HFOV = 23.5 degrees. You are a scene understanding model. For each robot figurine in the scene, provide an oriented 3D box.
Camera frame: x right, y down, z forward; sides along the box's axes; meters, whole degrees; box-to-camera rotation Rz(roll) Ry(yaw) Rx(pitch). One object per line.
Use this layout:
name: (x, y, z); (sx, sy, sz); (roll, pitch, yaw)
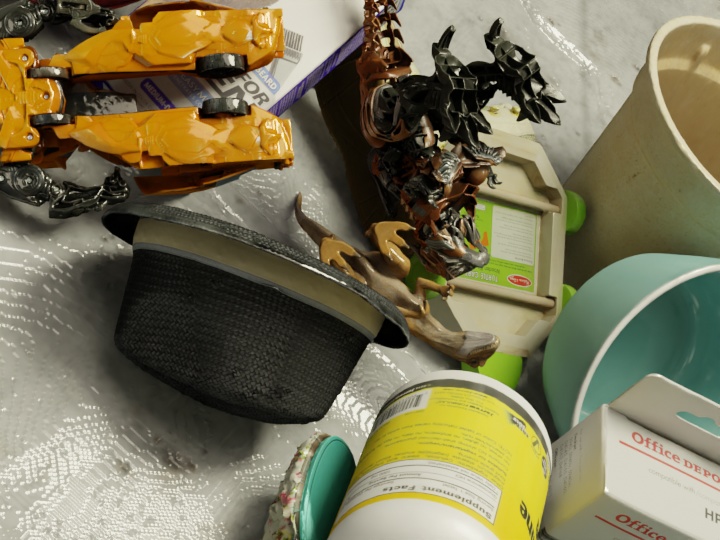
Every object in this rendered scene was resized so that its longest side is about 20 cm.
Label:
robot figurine: (-0.144, -0.105, 1.076); (0.198, 0.058, 0.146); (-4, 83, -4)

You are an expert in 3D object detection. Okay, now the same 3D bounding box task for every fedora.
fedora: (-0.074, 0.035, 1.036); (0.200, 0.200, 0.092); (25, 78, -20)

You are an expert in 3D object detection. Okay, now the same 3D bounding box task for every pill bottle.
pill bottle: (0.041, 0.151, 0.964); (0.112, 0.113, 0.200); (38, 31, -7)

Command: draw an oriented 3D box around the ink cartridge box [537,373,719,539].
ink cartridge box: (0.159, 0.156, 1.063); (0.115, 0.200, 0.067); (26, 46, -18)

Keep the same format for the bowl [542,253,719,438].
bowl: (0.205, 0.069, 1.195); (0.200, 0.202, 0.105); (11, 17, -31)

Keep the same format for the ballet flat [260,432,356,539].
ballet flat: (-0.034, 0.187, 0.992); (0.076, 0.064, 0.201); (41, 35, -44)

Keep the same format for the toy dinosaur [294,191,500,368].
toy dinosaur: (0.000, 0.000, 1.122); (0.060, 0.106, 0.200); (-43, 65, -13)

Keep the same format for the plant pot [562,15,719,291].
plant pot: (0.238, -0.055, 1.293); (0.199, 0.184, 0.201); (21, 47, -24)

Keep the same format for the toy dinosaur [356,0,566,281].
toy dinosaur: (0.040, -0.096, 1.103); (0.200, 0.135, 0.102); (54, 50, -13)

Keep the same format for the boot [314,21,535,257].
boot: (0.051, -0.117, 1.263); (0.154, 0.072, 0.201); (-13, 87, -43)

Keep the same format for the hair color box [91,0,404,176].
hair color box: (-0.075, -0.160, 1.151); (0.200, 0.065, 0.109); (-43, 87, -12)

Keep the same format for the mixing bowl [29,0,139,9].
mixing bowl: (-0.181, -0.240, 1.144); (0.199, 0.109, 0.201); (-4, 33, 3)

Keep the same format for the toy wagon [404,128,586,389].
toy wagon: (0.092, 0.003, 1.212); (0.155, 0.039, 0.202); (13, 78, -42)
